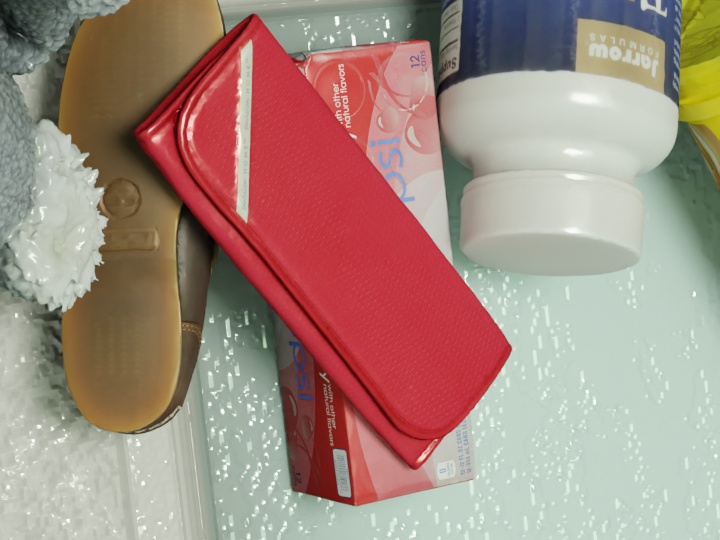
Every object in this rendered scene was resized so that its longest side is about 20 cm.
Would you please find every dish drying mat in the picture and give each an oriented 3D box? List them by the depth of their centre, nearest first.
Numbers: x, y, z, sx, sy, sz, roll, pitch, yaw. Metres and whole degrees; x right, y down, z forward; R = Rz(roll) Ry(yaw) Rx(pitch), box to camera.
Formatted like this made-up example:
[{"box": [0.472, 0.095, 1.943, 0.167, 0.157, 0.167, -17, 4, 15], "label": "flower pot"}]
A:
[{"box": [-0.010, -0.009, 0.860, 0.077, 0.018, 0.200, -50, 117, -22], "label": "dish drying mat"}]

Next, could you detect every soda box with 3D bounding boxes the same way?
[{"box": [0.000, 0.000, 0.920, 0.070, 0.063, 0.202, -10, 96, -29], "label": "soda box"}]

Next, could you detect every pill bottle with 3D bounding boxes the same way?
[{"box": [0.091, -0.104, 0.925, 0.110, 0.111, 0.202, 11, 75, -29], "label": "pill bottle"}]

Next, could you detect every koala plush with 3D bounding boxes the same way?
[{"box": [-0.169, -0.080, 0.781, 0.176, 0.184, 0.202, -1, 108, -8], "label": "koala plush"}]

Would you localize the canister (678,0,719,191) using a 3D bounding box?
[{"box": [0.232, -0.051, 1.015, 0.201, 0.086, 0.149, 60, 32, -18], "label": "canister"}]

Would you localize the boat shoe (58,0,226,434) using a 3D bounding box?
[{"box": [-0.093, -0.032, 0.868, 0.070, 0.070, 0.202, 8, 90, 5], "label": "boat shoe"}]
